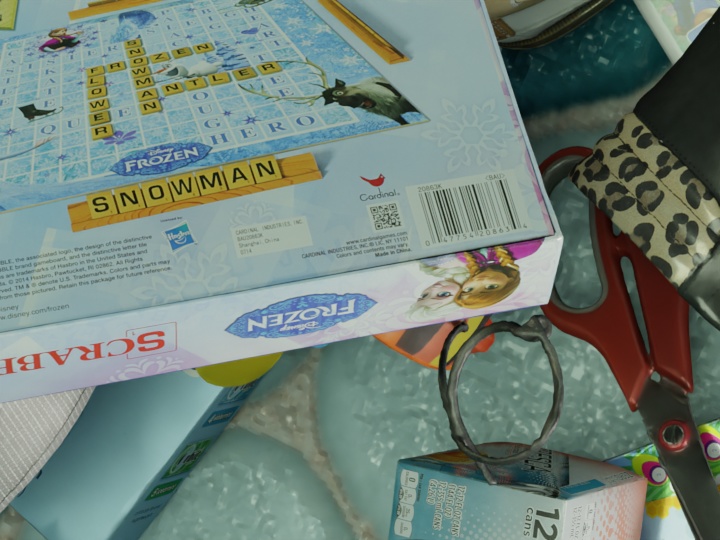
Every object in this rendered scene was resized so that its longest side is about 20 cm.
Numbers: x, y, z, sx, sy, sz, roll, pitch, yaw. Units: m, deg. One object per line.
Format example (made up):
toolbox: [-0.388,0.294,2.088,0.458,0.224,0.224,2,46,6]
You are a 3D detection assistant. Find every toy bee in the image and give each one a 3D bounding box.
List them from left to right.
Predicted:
toy bee: [0.000,0.000,0.941,0.131,0.109,0.201,-35,68,20]

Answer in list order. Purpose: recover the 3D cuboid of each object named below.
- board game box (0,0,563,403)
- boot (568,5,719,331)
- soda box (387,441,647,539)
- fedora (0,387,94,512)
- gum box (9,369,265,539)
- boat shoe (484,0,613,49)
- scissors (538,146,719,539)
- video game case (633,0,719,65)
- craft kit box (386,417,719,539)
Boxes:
board game box: [-0.060,-0.065,0.870,0.199,0.041,0.200,-9,59,-10]
boot: [0.175,-0.025,0.900,0.200,0.073,0.151,45,96,16]
soda box: [0.041,0.160,0.929,0.063,0.068,0.201,10,97,28]
fedora: [-0.137,0.014,0.954,0.090,0.177,0.201,28,65,-19]
gum box: [-0.095,-0.024,1.027,0.170,0.045,0.200,40,103,12]
boat shoe: [0.103,-0.146,0.930,0.200,0.068,0.075,-44,78,13]
scissors: [0.095,0.047,0.948,0.073,0.014,0.201,-10,66,14]
video game case: [0.171,-0.097,0.956,0.143,0.018,0.201,-33,82,16]
craft kit box: [0.133,0.149,0.961,0.197,0.048,0.201,-22,84,19]
